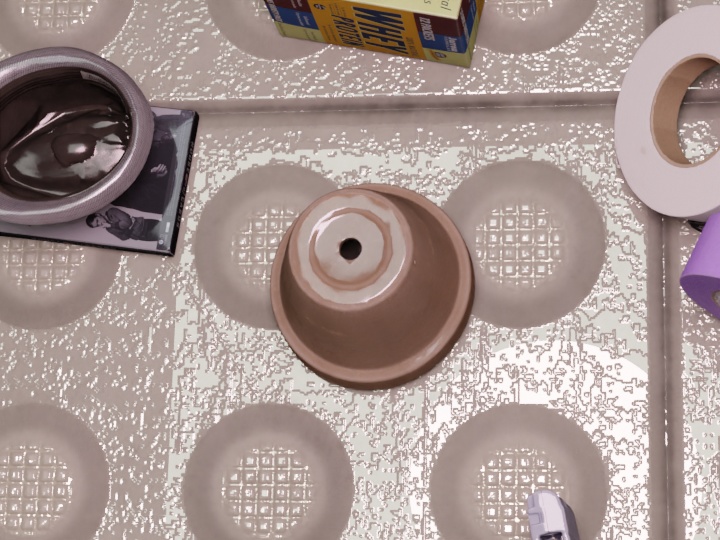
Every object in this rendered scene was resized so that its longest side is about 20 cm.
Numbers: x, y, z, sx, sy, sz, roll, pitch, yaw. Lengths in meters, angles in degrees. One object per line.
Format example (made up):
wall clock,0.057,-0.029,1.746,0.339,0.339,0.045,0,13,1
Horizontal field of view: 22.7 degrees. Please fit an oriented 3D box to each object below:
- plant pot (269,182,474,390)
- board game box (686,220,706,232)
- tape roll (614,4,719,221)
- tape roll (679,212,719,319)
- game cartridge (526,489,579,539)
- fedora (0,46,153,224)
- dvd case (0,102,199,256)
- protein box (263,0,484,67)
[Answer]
plant pot,0.000,0.000,1.670,0.200,0.175,0.201,-2,77,9
board game box,0.388,-0.089,1.631,0.028,0.200,0.135,29,85,-22
tape roll,0.318,-0.145,1.663,0.203,0.037,0.203,-14,72,52
tape roll,0.388,0.023,1.594,0.200,0.200,0.066,24,81,13
game cartridge,0.186,0.300,1.593,0.041,0.133,0.200,-11,76,6
fedora,-0.299,-0.123,1.758,0.200,0.090,0.177,-21,77,-3
dvd case,-0.273,-0.099,1.808,0.200,0.025,0.151,7,78,10
protein box,0.026,-0.328,1.761,0.200,0.135,0.199,11,78,11
